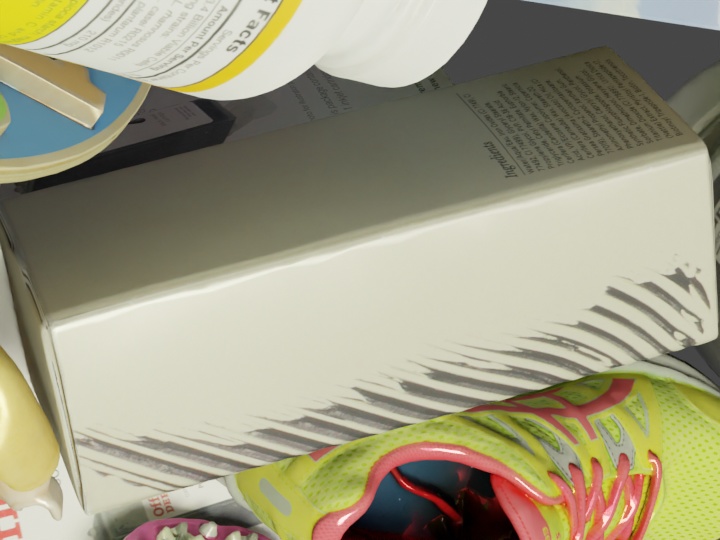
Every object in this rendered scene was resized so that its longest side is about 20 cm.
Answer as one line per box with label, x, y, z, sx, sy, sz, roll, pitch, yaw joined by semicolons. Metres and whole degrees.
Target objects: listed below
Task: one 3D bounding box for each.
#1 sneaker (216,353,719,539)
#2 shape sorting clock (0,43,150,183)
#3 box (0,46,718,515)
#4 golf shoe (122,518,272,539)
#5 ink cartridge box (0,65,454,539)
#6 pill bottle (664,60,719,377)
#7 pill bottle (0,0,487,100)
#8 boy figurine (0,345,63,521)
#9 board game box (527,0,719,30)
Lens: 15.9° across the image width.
sneaker;0.050;0.074;0.811;0.199;0.090;0.079;2;116;-25
shape sorting clock;-0.137;-0.103;0.674;0.199;0.201;0.039;26;126;-31
box;0.000;0.000;0.756;0.198;0.082;0.069;-15;121;-11
golf shoe;-0.013;0.143;0.857;0.199;0.076;0.092;22;127;-28
ink cartridge box;-0.058;0.018;0.842;0.198;0.085;0.147;-14;122;-11
pill bottle;0.171;0.010;0.853;0.112;0.200;0.114;-9;121;-15
pill bottle;-0.062;-0.102;0.629;0.199;0.104;0.105;13;114;-37
boy figurine;-0.145;0.047;0.705;0.123;0.065;0.201;-6;116;-7
board game box;0.041;-0.150;0.691;0.036;0.199;0.153;-8;105;-37
